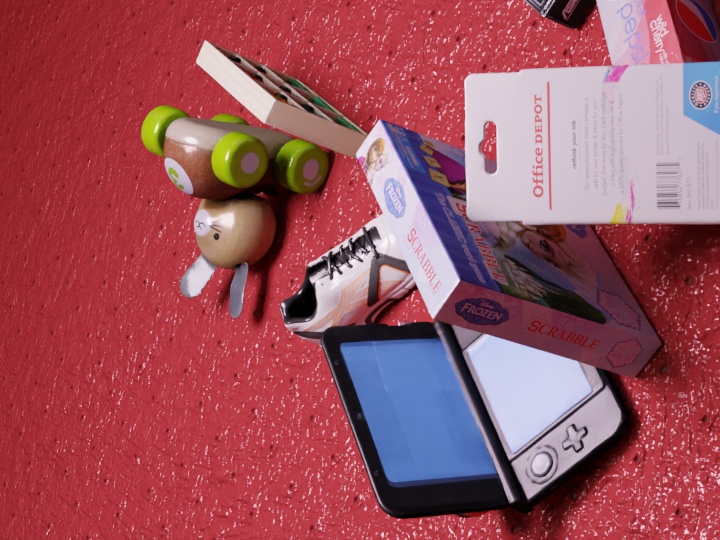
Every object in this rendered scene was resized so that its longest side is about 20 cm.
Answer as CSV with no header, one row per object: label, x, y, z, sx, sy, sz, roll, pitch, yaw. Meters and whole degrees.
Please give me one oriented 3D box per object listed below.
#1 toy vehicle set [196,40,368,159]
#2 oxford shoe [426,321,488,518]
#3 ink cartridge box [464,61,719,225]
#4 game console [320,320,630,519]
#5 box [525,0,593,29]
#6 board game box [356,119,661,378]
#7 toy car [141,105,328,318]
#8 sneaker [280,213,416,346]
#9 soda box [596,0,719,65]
toy vehicle set,-0.081,-0.177,1.673,0.027,0.124,0.200,-63,34,12
oxford shoe,0.072,0.137,1.356,0.073,0.071,0.200,-58,26,35
ink cartridge box,0.181,-0.092,1.183,0.200,0.068,0.115,1,95,20
game console,0.087,0.085,1.275,0.176,0.116,0.200,-41,45,21
box,0.184,-0.341,1.440,0.193,0.047,0.200,-60,35,20
board game box,0.112,-0.018,1.243,0.041,0.199,0.200,-54,37,27
toy car,-0.147,-0.057,1.705,0.164,0.158,0.200,23,105,47
sneaker,0.000,0.000,1.510,0.200,0.080,0.074,-53,36,24
soda box,0.236,-0.202,1.279,0.070,0.063,0.200,-40,44,39
